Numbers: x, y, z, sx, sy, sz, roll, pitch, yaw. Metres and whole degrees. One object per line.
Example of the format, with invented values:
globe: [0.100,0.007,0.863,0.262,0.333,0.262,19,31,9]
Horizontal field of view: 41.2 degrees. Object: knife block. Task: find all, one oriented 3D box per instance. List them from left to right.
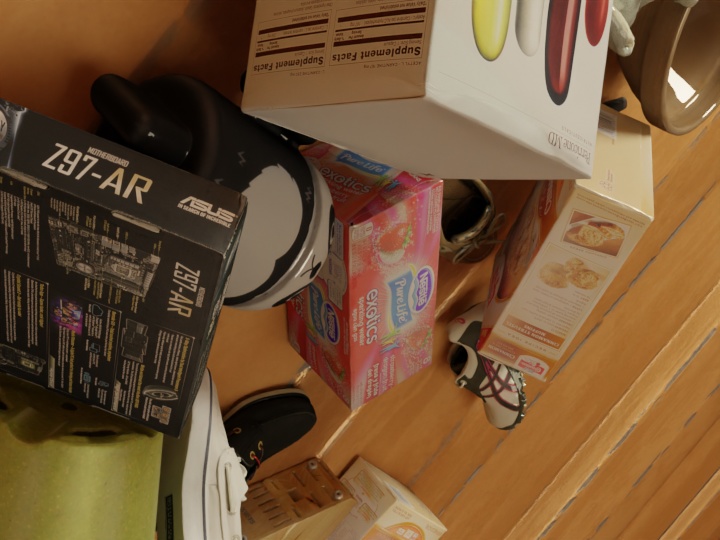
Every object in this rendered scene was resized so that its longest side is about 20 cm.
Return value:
knife block: [-0.109,0.300,0.971,0.197,0.064,0.178,-17,133,-36]

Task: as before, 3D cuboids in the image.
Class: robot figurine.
robot figurine: [-0.100,-0.047,0.627,0.148,0.127,0.199,-18,153,27]

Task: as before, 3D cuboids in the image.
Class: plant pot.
plant pot: [-0.217,0.171,0.667,0.198,0.199,0.188,2,110,-45]
plant pot: [0.295,-0.236,0.879,0.200,0.092,0.203,-34,142,-32]

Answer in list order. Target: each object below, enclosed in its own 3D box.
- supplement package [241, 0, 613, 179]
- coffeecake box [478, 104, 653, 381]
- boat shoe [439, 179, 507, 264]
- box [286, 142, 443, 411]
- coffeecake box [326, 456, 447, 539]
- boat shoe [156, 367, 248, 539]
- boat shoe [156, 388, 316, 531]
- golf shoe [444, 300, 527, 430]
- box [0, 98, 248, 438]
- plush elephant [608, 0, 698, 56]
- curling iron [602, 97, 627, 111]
supplement package: [0.052,-0.176,0.594,0.189,0.145,0.205,11,85,-49]
coffeecake box: [0.186,-0.028,0.878,0.155,0.072,0.202,-70,-177,-51]
boat shoe: [0.083,-0.054,0.859,0.074,0.063,0.200,-49,143,-1]
box: [0.000,0.000,0.790,0.094,0.102,0.203,-26,136,-26]
coffeecake box: [-0.016,0.326,1.078,0.200,0.073,0.153,-48,144,-1]
boat shoe: [-0.120,0.173,0.760,0.065,0.204,0.072,11,151,-34]
boat shoe: [-0.117,0.167,0.852,0.199,0.063,0.075,-20,133,-34]
golf shoe: [0.136,0.106,1.059,0.086,0.078,0.202,-16,133,-8]
box: [-0.160,0.008,0.558,0.201,0.157,0.044,113,-4,-49]
plush elephant: [0.206,-0.251,0.740,0.196,0.166,0.157,-13,123,2]
curling iron: [0.197,-0.144,0.924,0.197,0.026,0.050,-16,135,-36]
